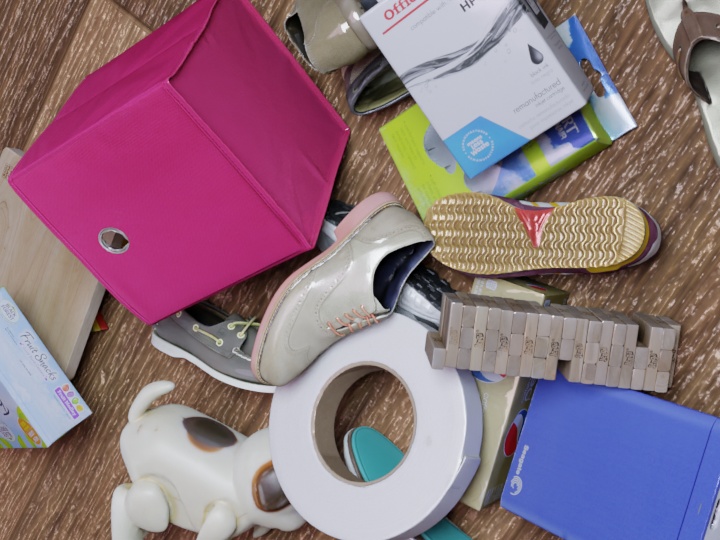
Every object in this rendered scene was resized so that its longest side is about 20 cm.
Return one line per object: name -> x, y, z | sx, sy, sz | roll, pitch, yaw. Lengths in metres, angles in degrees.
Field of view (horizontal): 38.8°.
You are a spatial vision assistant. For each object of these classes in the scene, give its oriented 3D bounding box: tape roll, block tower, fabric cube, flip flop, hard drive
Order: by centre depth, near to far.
flip flop -> 0.281, -0.161, 0.801 | 0.081, 0.058, 0.201 | -21, 81, 30
hard drive -> 0.202, 0.160, 0.812 | 0.200, 0.025, 0.132 | 15, 87, 56
block tower -> 0.155, 0.056, 0.824 | 0.199, 0.054, 0.058 | 5, 100, -3
tape roll -> 0.011, 0.135, 0.892 | 0.202, 0.037, 0.204 | -8, 73, 29
fabric cube -> -0.156, -0.105, 0.943 | 0.199, 0.200, 0.196 | -24, 121, 28

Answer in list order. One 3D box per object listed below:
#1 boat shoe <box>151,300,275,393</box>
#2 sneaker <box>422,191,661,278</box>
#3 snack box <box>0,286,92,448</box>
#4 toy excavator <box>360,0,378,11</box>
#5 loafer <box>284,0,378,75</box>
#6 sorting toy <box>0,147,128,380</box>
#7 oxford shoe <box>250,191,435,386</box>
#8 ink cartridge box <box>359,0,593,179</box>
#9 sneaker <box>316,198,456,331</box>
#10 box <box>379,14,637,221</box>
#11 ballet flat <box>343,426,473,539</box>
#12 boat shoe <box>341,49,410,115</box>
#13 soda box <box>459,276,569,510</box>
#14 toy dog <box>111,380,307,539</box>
boat shoe -> -0.136, 0.072, 1.048 | 0.201, 0.072, 0.061 | 18, 105, 33
sneaker -> 0.151, -0.025, 0.862 | 0.199, 0.090, 0.075 | 5, 86, 31
snack box -> -0.403, 0.114, 1.139 | 0.200, 0.068, 0.169 | -12, 113, 54
toy excavator -> 0.029, -0.357, 0.914 | 0.100, 0.195, 0.200 | -20, 109, 30
loafer -> -0.035, -0.226, 0.923 | 0.067, 0.200, 0.076 | -34, 111, 2
sorting toy -> -0.353, -0.009, 1.178 | 0.198, 0.070, 0.201 | 31, 106, 26
oxford shoe -> -0.017, 0.027, 0.872 | 0.200, 0.071, 0.074 | -53, 52, 5
ink cartridge box -> 0.082, -0.190, 0.819 | 0.116, 0.067, 0.200 | -33, 97, 27
sneaker -> 0.000, 0.000, 0.967 | 0.200, 0.074, 0.079 | 44, 117, 22
box -> 0.125, -0.124, 0.902 | 0.200, 0.048, 0.122 | -32, 75, 28
ballet flat -> 0.044, 0.236, 0.955 | 0.200, 0.069, 0.070 | 45, 112, 21
boat shoe -> 0.065, -0.197, 0.914 | 0.200, 0.072, 0.066 | -23, 58, 35
soda box -> 0.116, 0.104, 0.903 | 0.068, 0.064, 0.201 | 21, 101, 29
toy dog -> -0.129, 0.200, 1.017 | 0.199, 0.140, 0.195 | 1, 99, 18
